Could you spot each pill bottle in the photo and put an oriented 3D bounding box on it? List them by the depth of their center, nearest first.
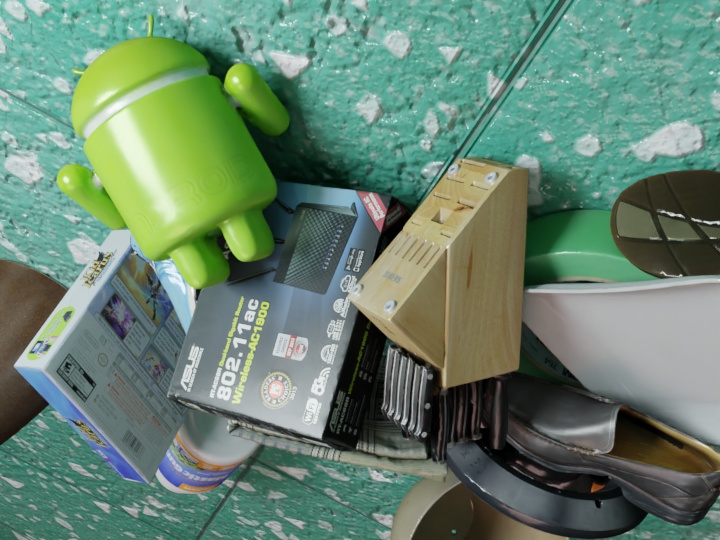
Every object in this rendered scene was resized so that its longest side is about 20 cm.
[{"bbox_3d":[-0.200,0.217,1.129,0.112,0.112,0.200,30,143,-7],"label":"pill bottle"}]

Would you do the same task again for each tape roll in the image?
[{"bbox_3d":[0.198,0.038,0.726,0.200,0.048,0.201,16,143,13],"label":"tape roll"}]

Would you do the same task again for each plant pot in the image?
[{"bbox_3d":[0.113,0.303,1.011,0.200,0.200,0.134,40,172,-20],"label":"plant pot"},{"bbox_3d":[-0.443,0.121,1.079,0.187,0.200,0.187,16,143,13],"label":"plant pot"}]

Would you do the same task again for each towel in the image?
[{"bbox_3d":[-0.008,0.119,0.827,0.199,0.193,0.035,11,107,3],"label":"towel"}]

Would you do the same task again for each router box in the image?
[{"bbox_3d":[-0.053,0.029,0.722,0.150,0.200,0.062,9,165,29],"label":"router box"}]

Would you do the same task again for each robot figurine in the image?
[{"bbox_3d":[-0.140,-0.087,0.680,0.175,0.116,0.200,-30,90,9],"label":"robot figurine"}]

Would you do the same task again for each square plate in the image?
[{"bbox_3d":[0.229,0.065,0.646,0.200,0.028,0.198,44,155,-25],"label":"square plate"}]

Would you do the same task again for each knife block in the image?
[{"bbox_3d":[0.085,0.041,0.675,0.176,0.200,0.064,43,171,-32],"label":"knife block"}]

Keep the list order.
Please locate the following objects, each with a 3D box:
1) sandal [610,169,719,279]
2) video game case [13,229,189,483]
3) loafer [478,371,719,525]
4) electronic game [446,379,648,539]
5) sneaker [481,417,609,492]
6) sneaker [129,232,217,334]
[{"bbox_3d":[0.270,-0.027,0.597,0.200,0.082,0.055,-5,157,25],"label":"sandal"},{"bbox_3d":[-0.241,0.091,0.937,0.045,0.181,0.200,3,138,30],"label":"video game case"},{"bbox_3d":[0.190,0.124,0.703,0.200,0.073,0.072,22,142,9],"label":"loafer"},{"bbox_3d":[0.158,0.152,0.775,0.200,0.200,0.042,20,119,7],"label":"electronic game"},{"bbox_3d":[0.179,0.170,0.893,0.090,0.070,0.200,-36,119,12],"label":"sneaker"},{"bbox_3d":[-0.157,-0.017,0.800,0.090,0.078,0.200,-10,96,40],"label":"sneaker"}]
